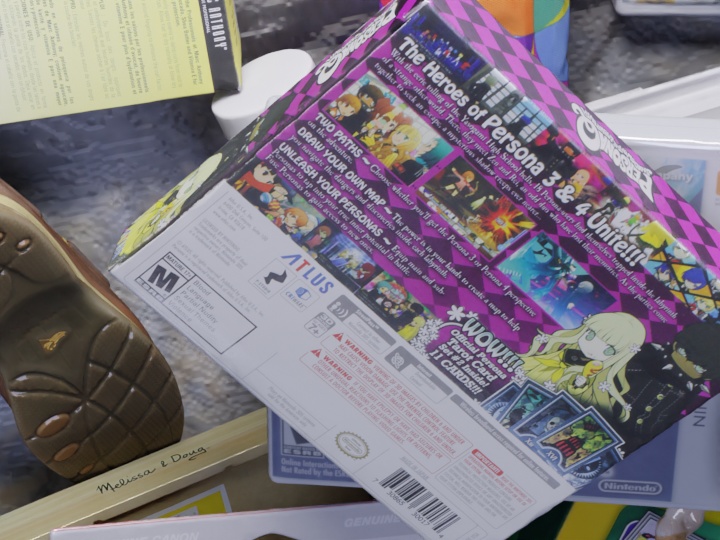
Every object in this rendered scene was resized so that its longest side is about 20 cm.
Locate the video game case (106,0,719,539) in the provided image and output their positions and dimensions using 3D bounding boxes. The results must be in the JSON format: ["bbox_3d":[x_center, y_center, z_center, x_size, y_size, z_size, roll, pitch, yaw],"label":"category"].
[{"bbox_3d":[0.034,0.006,0.952,0.200,0.036,0.181,41,122,-19],"label":"video game case"}]

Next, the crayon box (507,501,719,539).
[{"bbox_3d":[0.167,0.156,1.176,0.199,0.058,0.173,16,119,-15],"label":"crayon box"}]

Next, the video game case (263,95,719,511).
[{"bbox_3d":[0.060,0.017,0.996,0.198,0.023,0.183,4,125,4],"label":"video game case"}]

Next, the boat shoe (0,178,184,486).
[{"bbox_3d":[-0.136,0.020,1.069,0.072,0.068,0.200,-30,136,1],"label":"boat shoe"}]

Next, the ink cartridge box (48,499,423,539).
[{"bbox_3d":[-0.052,0.173,1.105,0.198,0.045,0.178,-3,115,-19],"label":"ink cartridge box"}]

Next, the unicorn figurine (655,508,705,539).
[{"bbox_3d":[0.205,0.108,1.085,0.137,0.074,0.201,-34,127,-6],"label":"unicorn figurine"}]

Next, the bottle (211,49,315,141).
[{"bbox_3d":[0.000,0.000,1.056,0.065,0.084,0.201,-21,121,13],"label":"bottle"}]

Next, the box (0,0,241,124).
[{"bbox_3d":[-0.151,-0.101,1.005,0.198,0.050,0.076,-10,121,1],"label":"box"}]

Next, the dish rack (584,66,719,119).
[{"bbox_3d":[0.167,-0.009,1.048,0.199,0.044,0.173,-18,128,-17],"label":"dish rack"}]

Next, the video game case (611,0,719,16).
[{"bbox_3d":[0.207,-0.188,0.998,0.198,0.023,0.183,0,120,-4],"label":"video game case"}]

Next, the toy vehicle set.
[{"bbox_3d":[-0.080,0.140,1.128,0.199,0.027,0.125,-21,122,-15],"label":"toy vehicle set"}]

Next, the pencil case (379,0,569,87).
[{"bbox_3d":[0.044,-0.135,0.983,0.088,0.089,0.201,-3,121,-3],"label":"pencil case"}]
